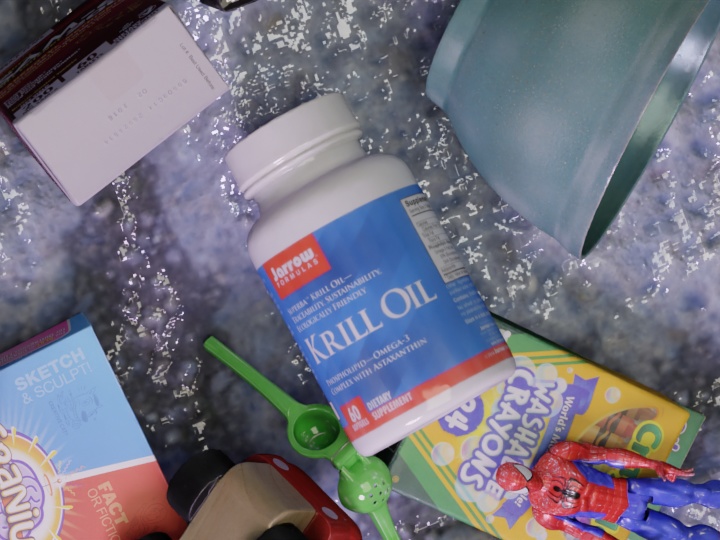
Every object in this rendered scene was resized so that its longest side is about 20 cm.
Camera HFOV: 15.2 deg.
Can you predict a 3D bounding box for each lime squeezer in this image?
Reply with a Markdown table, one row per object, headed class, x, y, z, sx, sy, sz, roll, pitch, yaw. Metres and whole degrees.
| class | x | y | z | sx | sy | sz | roll | pitch | yaw |
| --- | --- | --- | --- | --- | --- | --- | --- | --- | --- |
| lime squeezer | -0.017 | 0.111 | 1.662 | 0.038 | 0.071 | 0.200 | -42 | 99 | -3 |

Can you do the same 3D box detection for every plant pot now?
| class | x | y | z | sx | sy | sz | roll | pitch | yaw |
| --- | --- | --- | --- | --- | --- | --- | --- | --- | --- |
| plant pot | 0.123 | -0.125 | 1.619 | 0.134 | 0.200 | 0.201 | 29 | 93 | 9 |

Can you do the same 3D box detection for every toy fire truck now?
| class | x | y | z | sx | sy | sz | roll | pitch | yaw |
| --- | --- | --- | --- | --- | --- | --- | --- | --- | --- |
| toy fire truck | -0.048 | 0.214 | 1.667 | 0.200 | 0.129 | 0.176 | 10 | 117 | -57 |

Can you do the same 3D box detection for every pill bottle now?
| class | x | y | z | sx | sy | sz | roll | pitch | yaw |
| --- | --- | --- | --- | --- | --- | --- | --- | --- | --- |
| pill bottle | 0.000 | 0.000 | 1.620 | 0.112 | 0.112 | 0.200 | -29 | 85 | -7 |

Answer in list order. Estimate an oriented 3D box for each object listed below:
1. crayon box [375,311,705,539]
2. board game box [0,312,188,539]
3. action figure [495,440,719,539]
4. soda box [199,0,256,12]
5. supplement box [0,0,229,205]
| class | x | y | z | sx | sy | sz | roll | pitch | yaw |
| --- | --- | --- | --- | --- | --- | --- | --- | --- | --- |
| crayon box | 0.119 | 0.114 | 1.721 | 0.200 | 0.052 | 0.126 | 25 | 93 | -18 |
| board game box | -0.224 | 0.138 | 1.643 | 0.200 | 0.040 | 0.153 | -27 | 106 | -8 |
| action figure | 0.178 | 0.147 | 1.692 | 0.199 | 0.052 | 0.066 | 13 | 101 | -14 |
| soda box | -0.093 | -0.256 | 1.586 | 0.063 | 0.071 | 0.201 | -22 | 105 | -11 |
| supplement box | -0.149 | -0.105 | 1.533 | 0.109 | 0.200 | 0.061 | -38 | 106 | -5 |
